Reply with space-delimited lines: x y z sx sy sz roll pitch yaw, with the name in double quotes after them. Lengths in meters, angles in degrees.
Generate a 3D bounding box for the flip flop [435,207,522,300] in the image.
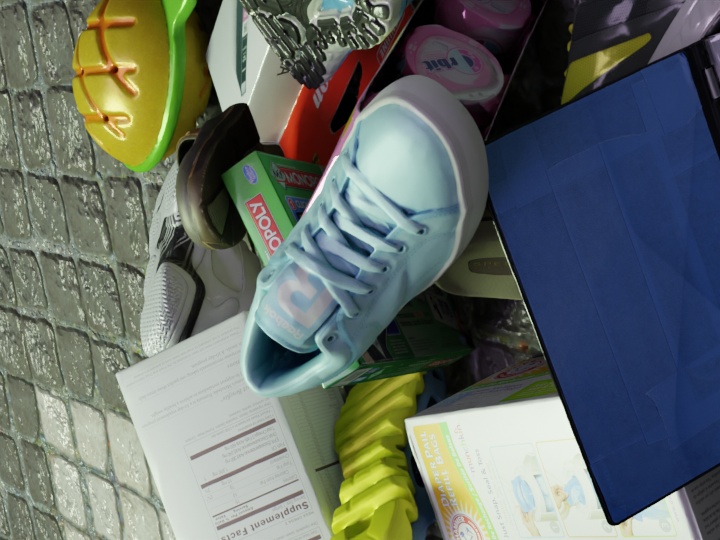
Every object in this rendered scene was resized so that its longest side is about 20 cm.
0.131 0.004 0.642 0.197 0.058 0.082 0 142 9 "flip flop"

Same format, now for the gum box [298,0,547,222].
0.032 -0.080 0.686 0.066 0.201 0.114 28 135 -1 "gum box"

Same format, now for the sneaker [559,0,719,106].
0.139 -0.097 0.663 0.085 0.074 0.201 56 131 29 "sneaker"

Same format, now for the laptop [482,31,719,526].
0.184 -0.007 0.541 0.198 0.116 0.189 -14 104 39 "laptop"

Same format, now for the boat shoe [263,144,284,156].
-0.042 -0.017 0.909 0.200 0.073 0.063 50 135 25 "boat shoe"

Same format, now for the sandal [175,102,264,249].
-0.091 -0.054 0.784 0.054 0.200 0.083 -11 105 10 "sandal"

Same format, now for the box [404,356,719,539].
0.135 0.103 0.703 0.199 0.112 0.103 -18 93 53 "box"

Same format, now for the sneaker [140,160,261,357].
-0.108 -0.010 0.999 0.075 0.114 0.202 -48 33 48 "sneaker"

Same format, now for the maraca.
-0.166 -0.173 0.975 0.137 0.106 0.202 49 132 40 "maraca"

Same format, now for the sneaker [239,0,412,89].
-0.005 -0.164 0.715 0.079 0.090 0.199 53 161 -18 "sneaker"

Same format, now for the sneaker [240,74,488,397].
-0.005 0.001 0.570 0.074 0.082 0.201 37 141 9 "sneaker"

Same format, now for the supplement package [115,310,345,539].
-0.065 0.140 0.857 0.109 0.114 0.202 -25 81 18 "supplement package"

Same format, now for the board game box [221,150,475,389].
0.000 0.000 0.773 0.029 0.199 0.136 -32 77 20 "board game box"

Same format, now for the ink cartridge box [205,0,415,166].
-0.043 -0.157 0.841 0.201 0.043 0.175 -62 37 44 "ink cartridge box"

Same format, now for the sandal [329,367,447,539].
0.031 0.133 0.820 0.087 0.201 0.079 39 127 -24 "sandal"
